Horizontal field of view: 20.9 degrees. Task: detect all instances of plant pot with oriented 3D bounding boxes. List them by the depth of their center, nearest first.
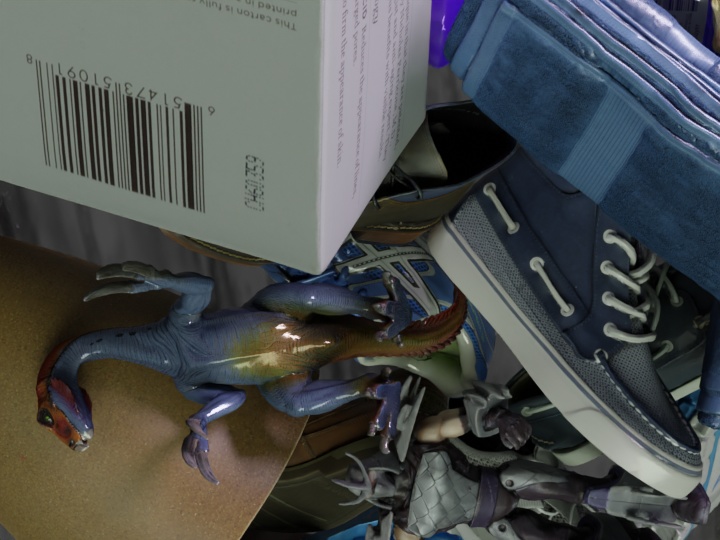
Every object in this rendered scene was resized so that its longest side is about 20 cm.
[{"bbox_3d":[-0.154,0.071,1.071,0.200,0.187,0.186,37,123,-12],"label":"plant pot"}]

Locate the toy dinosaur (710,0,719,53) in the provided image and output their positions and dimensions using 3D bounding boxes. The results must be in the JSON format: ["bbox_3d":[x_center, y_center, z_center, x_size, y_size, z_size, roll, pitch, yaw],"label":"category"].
[{"bbox_3d":[0.143,-0.194,0.874,0.058,0.201,0.101,-29,170,21],"label":"toy dinosaur"}]

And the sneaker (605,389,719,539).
[{"bbox_3d":[0.210,0.071,1.149,0.086,0.075,0.201,-14,133,-46],"label":"sneaker"}]

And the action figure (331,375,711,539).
[{"bbox_3d":[0.081,0.125,1.058,0.199,0.069,0.131,10,110,-12],"label":"action figure"}]

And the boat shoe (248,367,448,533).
[{"bbox_3d":[-0.021,0.108,1.165,0.199,0.068,0.072,-15,142,40],"label":"boat shoe"}]

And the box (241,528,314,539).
[{"bbox_3d":[-0.099,0.253,1.291,0.100,0.075,0.201,12,129,-13],"label":"box"}]

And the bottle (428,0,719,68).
[{"bbox_3d":[0.088,-0.130,0.952,0.199,0.065,0.084,1,127,-3],"label":"bottle"}]

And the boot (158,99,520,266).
[{"bbox_3d":[-0.010,-0.055,0.963,0.199,0.075,0.097,-7,161,-47],"label":"boot"}]

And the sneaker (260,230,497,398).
[{"bbox_3d":[0.000,0.000,1.060,0.199,0.077,0.076,28,127,-23],"label":"sneaker"}]

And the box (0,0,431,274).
[{"bbox_3d":[-0.078,-0.132,0.859,0.198,0.131,0.201,16,134,15],"label":"box"}]

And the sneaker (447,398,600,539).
[{"bbox_3d":[0.101,0.138,1.142,0.199,0.075,0.082,34,122,13],"label":"sneaker"}]

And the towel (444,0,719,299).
[{"bbox_3d":[0.127,-0.058,0.860,0.200,0.049,0.112,39,153,5],"label":"towel"}]

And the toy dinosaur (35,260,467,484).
[{"bbox_3d":[-0.065,0.053,0.987,0.181,0.106,0.200,-1,177,26],"label":"toy dinosaur"}]

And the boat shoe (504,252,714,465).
[{"bbox_3d":[0.159,0.030,1.073,0.062,0.075,0.200,35,124,-24],"label":"boat shoe"}]

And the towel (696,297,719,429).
[{"bbox_3d":[0.205,-0.016,0.967,0.048,0.112,0.201,9,89,7],"label":"towel"}]

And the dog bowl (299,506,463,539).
[{"bbox_3d":[-0.003,0.206,1.198,0.199,0.049,0.112,-21,114,-35],"label":"dog bowl"}]

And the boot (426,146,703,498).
[{"bbox_3d":[0.124,0.017,1.007,0.090,0.200,0.073,-49,158,18],"label":"boot"}]
